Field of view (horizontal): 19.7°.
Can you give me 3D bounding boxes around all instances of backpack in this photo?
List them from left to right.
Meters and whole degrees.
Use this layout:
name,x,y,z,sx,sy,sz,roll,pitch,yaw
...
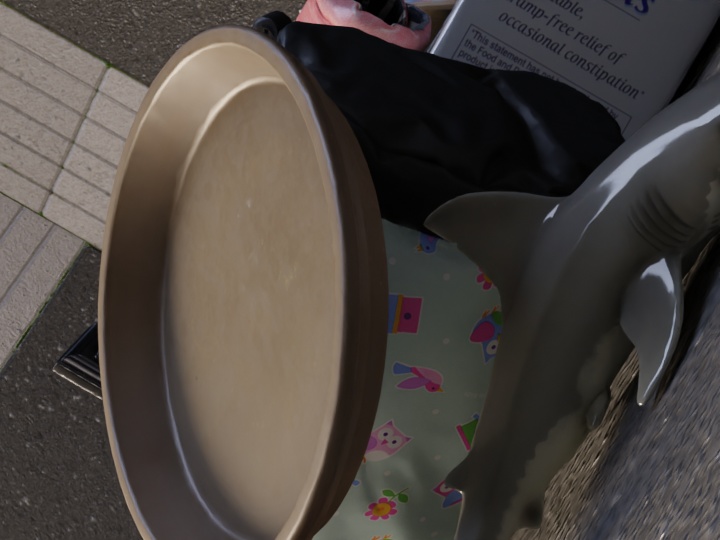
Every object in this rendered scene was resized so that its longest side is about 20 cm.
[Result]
name,x,y,z,sx,sy,sz,roll,pitch,yaw
backpack,0.004,0.018,0.810,0.127,0.166,0.200,-98,28,-57

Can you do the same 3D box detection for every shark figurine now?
name,x,y,z,sx,sy,sz,roll,pitch,yaw
shark figurine,0.051,0.021,0.672,0.215,0.089,0.128,-59,1,-6

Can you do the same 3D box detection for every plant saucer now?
name,x,y,z,sx,sy,sz,roll,pitch,yaw
plant saucer,-0.043,0.014,0.733,0.200,0.029,0.201,-4,85,61

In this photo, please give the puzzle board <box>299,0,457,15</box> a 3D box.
name,x,y,z,sx,sy,sz,roll,pitch,yaw
puzzle board,0.070,-0.170,1.256,0.151,0.199,0.017,-62,-33,-79

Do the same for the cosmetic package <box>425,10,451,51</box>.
name,x,y,z,sx,sy,sz,roll,pitch,yaw
cosmetic package,0.044,-0.097,1.268,0.200,0.074,0.102,-36,-48,-60

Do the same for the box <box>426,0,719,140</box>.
name,x,y,z,sx,sy,sz,roll,pitch,yaw
box,0.098,-0.115,0.976,0.200,0.105,0.184,-61,2,3

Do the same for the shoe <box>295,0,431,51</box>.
name,x,y,z,sx,sy,sz,roll,pitch,yaw
shoe,-0.006,-0.104,1.022,0.091,0.071,0.200,-61,8,15

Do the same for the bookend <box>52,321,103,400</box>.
name,x,y,z,sx,sy,sz,roll,pitch,yaw
bookend,-0.052,0.020,1.297,0.200,0.198,0.092,-59,1,14
